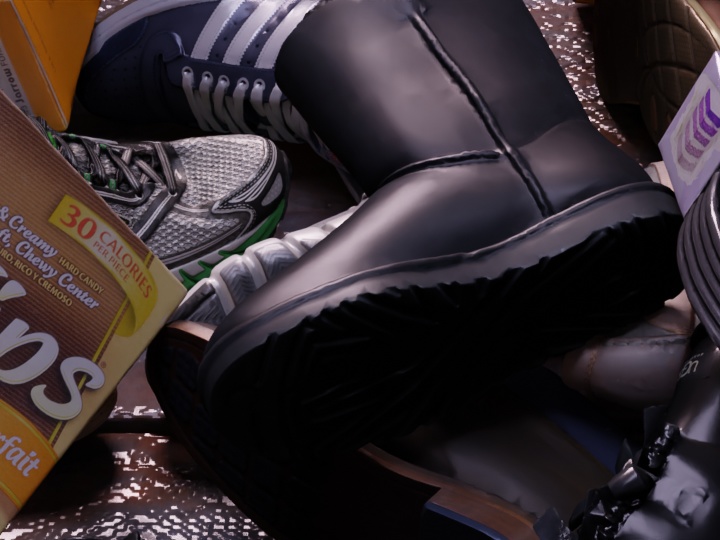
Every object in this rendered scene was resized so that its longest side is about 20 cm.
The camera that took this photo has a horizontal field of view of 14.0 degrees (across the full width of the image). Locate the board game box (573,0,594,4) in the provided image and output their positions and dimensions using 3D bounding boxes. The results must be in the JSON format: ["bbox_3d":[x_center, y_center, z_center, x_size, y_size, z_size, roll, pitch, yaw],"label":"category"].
[{"bbox_3d":[0.162,-0.160,1.323,0.165,0.057,0.200,10,-7,16],"label":"board game box"}]

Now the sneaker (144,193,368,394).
[{"bbox_3d":[0.000,0.000,1.219,0.200,0.075,0.115,-27,11,-5],"label":"sneaker"}]

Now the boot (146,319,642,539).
[{"bbox_3d":[0.016,0.065,1.114,0.200,0.075,0.097,33,42,25],"label":"boot"}]

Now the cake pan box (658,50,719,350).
[{"bbox_3d":[0.208,0.016,1.017,0.200,0.052,0.184,16,33,-21],"label":"cake pan box"}]

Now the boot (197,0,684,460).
[{"bbox_3d":[0.005,-0.027,1.094,0.200,0.076,0.168,-21,46,-17],"label":"boot"}]

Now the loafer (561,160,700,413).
[{"bbox_3d":[0.107,0.000,1.163,0.063,0.072,0.200,7,21,-2],"label":"loafer"}]

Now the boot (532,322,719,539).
[{"bbox_3d":[0.159,0.114,1.017,0.198,0.073,0.163,34,63,-2],"label":"boot"}]

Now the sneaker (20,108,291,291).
[{"bbox_3d":[-0.126,-0.029,1.238,0.200,0.085,0.078,-10,36,-11],"label":"sneaker"}]

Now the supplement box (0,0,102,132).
[{"bbox_3d":[-0.225,-0.099,1.314,0.200,0.074,0.126,-13,34,14],"label":"supplement box"}]

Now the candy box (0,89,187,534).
[{"bbox_3d":[-0.166,0.041,1.074,0.055,0.115,0.200,-13,34,54],"label":"candy box"}]

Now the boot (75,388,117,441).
[{"bbox_3d":[-0.197,-0.012,1.149,0.200,0.167,0.072,9,37,16],"label":"boot"}]

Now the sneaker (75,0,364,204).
[{"bbox_3d":[-0.038,-0.075,1.310,0.200,0.070,0.109,-11,54,14],"label":"sneaker"}]

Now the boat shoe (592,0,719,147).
[{"bbox_3d":[0.154,-0.094,1.284,0.067,0.072,0.200,-3,13,-8],"label":"boat shoe"}]

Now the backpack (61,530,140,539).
[{"bbox_3d":[-0.101,0.185,0.905,0.200,0.127,0.167,-26,30,-27],"label":"backpack"}]
